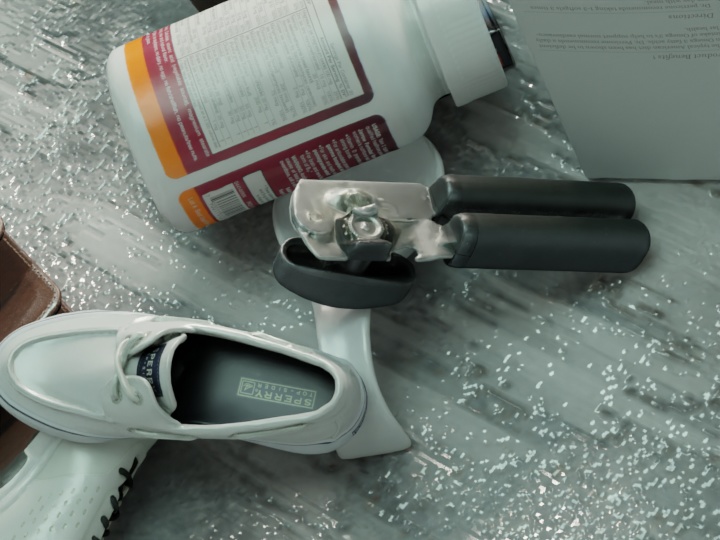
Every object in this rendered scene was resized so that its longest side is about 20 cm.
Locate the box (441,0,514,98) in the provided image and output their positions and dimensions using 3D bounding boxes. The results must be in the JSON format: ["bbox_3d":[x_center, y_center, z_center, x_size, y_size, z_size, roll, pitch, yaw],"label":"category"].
[{"bbox_3d":[-0.022,-0.123,1.571,0.200,0.035,0.110,-26,52,3],"label":"box"}]

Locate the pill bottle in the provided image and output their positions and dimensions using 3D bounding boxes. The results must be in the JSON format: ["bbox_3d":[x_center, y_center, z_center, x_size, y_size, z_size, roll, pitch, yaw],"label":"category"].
[{"bbox_3d":[-0.028,-0.105,1.474,0.200,0.110,0.110,-22,52,4],"label":"pill bottle"}]

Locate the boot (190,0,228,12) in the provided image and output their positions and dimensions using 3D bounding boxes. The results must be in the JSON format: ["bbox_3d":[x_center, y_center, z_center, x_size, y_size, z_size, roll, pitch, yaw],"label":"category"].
[{"bbox_3d":[-0.031,-0.228,1.599,0.203,0.074,0.154,-30,27,-7],"label":"boot"}]

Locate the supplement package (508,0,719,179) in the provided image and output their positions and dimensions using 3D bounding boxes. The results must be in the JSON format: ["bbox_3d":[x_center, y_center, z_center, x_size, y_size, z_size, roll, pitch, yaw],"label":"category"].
[{"bbox_3d":[0.157,-0.147,1.413,0.117,0.200,0.118,1,58,22],"label":"supplement package"}]

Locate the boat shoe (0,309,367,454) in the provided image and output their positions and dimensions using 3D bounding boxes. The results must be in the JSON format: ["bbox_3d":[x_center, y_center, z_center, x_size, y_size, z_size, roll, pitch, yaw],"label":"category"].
[{"bbox_3d":[-0.097,0.051,1.386,0.199,0.065,0.074,1,75,9],"label":"boat shoe"}]

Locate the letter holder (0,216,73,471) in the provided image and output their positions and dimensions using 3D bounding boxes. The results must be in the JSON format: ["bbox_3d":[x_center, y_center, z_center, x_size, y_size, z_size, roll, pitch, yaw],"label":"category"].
[{"bbox_3d":[-0.250,0.064,1.485,0.200,0.101,0.142,-41,48,-8],"label":"letter holder"}]

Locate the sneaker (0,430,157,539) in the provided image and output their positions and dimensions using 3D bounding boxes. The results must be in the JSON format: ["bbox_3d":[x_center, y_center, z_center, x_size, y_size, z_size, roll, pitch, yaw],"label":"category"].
[{"bbox_3d":[-0.153,0.127,1.442,0.080,0.074,0.200,42,81,19],"label":"sneaker"}]

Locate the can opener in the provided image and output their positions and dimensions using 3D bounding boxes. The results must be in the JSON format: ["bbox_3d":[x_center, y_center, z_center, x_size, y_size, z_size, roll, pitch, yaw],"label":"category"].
[{"bbox_3d":[0.051,-0.014,1.419,0.199,0.067,0.053,2,48,-24],"label":"can opener"}]

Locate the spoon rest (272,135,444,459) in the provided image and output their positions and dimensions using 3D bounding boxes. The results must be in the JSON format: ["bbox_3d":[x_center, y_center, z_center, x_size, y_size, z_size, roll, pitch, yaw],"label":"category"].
[{"bbox_3d":[0.000,0.000,1.464,0.099,0.061,0.200,-11,55,14],"label":"spoon rest"}]
